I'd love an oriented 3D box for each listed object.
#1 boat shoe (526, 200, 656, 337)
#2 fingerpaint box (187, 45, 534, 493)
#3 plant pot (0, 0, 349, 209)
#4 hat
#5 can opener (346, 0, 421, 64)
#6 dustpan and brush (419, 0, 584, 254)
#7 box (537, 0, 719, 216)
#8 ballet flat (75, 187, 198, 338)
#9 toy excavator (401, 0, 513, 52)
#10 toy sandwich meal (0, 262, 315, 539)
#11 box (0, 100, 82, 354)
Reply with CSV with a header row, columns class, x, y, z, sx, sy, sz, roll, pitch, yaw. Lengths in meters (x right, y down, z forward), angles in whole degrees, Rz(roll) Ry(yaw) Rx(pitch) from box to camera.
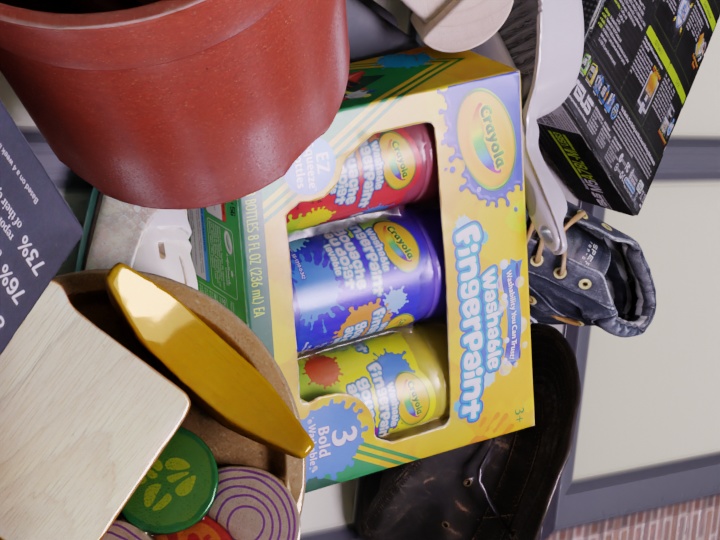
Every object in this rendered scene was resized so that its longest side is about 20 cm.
class,x,y,z,sx,sy,sz,roll,pitch,yaw
boat shoe,0.101,-0.024,1.551,0.200,0.091,0.071,41,65,-52
fingerpaint box,0.000,0.000,1.371,0.167,0.073,0.200,-14,113,-27
plant pot,-0.090,-0.136,1.145,0.195,0.201,0.201,76,37,-61
hat,0.049,0.117,1.508,0.081,0.201,0.201,16,85,-16
can opener,-0.044,-0.129,1.362,0.067,0.053,0.200,-47,147,10
dustpan and brush,0.081,-0.100,1.407,0.057,0.140,0.200,-14,69,-32
box,0.162,-0.154,1.606,0.193,0.047,0.200,-69,156,-11
ballet flat,-0.108,0.026,1.280,0.067,0.062,0.200,28,77,-74
toy excavator,0.006,-0.223,1.322,0.194,0.100,0.200,14,113,-18
toy sandwich meal,-0.115,0.086,1.209,0.205,0.070,0.205,1,88,-15
box,-0.225,0.003,1.068,0.200,0.104,0.148,-57,140,-29
